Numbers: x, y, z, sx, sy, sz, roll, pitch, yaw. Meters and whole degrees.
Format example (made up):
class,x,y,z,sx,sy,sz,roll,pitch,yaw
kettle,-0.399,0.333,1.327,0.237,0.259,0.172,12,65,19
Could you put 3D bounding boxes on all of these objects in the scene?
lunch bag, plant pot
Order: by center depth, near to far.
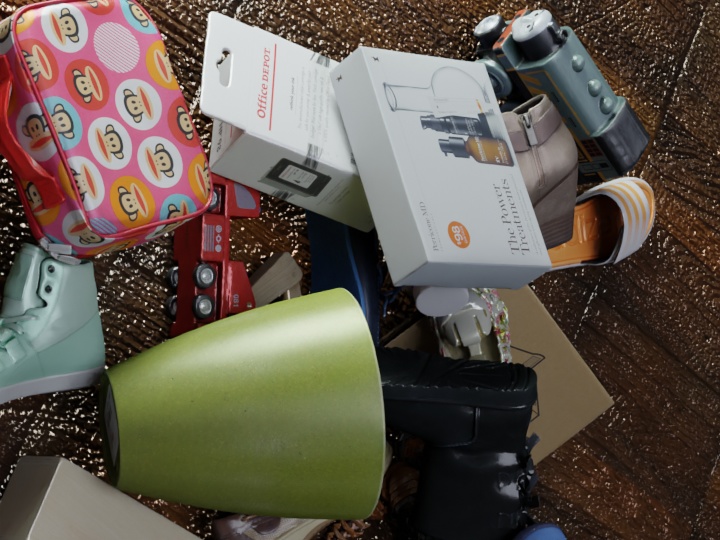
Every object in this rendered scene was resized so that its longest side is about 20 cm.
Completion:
class,x,y,z,sx,sy,sz,roll,pitch,yaw
lunch bag,-0.216,-0.112,1.518,0.176,0.082,0.201,-18,87,-51
plant pot,-0.102,0.116,1.548,0.199,0.187,0.188,-5,93,-16

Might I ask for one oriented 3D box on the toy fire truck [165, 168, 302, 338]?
class,x,y,z,sx,sy,sz,roll,pitch,yaw
toy fire truck,-0.095,0.016,1.664,0.140,0.049,0.201,5,85,-39

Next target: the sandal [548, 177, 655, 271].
class,x,y,z,sx,sy,sz,roll,pitch,yaw
sandal,0.233,-0.038,1.919,0.206,0.059,0.080,-19,101,-37

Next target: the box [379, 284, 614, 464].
class,x,y,z,sx,sy,sz,roll,pitch,yaw
box,0.119,0.102,1.801,0.163,0.021,0.200,-38,116,2

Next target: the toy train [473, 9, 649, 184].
class,x,y,z,sx,sy,sz,roll,pitch,yaw
toy train,0.188,-0.164,1.848,0.200,0.114,0.085,53,55,-25

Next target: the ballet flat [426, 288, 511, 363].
class,x,y,z,sx,sy,sz,roll,pitch,yaw
ballet flat,0.104,0.075,1.721,0.075,0.064,0.201,-18,96,4

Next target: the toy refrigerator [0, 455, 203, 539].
class,x,y,z,sx,sy,sz,roll,pitch,yaw
toy refrigerator,-0.198,0.227,1.568,0.200,0.070,0.076,36,64,-34

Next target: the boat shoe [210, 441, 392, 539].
class,x,y,z,sx,sy,sz,roll,pitch,yaw
boat shoe,-0.052,0.185,1.684,0.200,0.072,0.072,-35,103,-34

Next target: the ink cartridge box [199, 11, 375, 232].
class,x,y,z,sx,sy,sz,roll,pitch,yaw
ink cartridge box,-0.059,-0.125,1.647,0.199,0.067,0.116,21,51,-24

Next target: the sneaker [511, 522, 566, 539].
class,x,y,z,sx,sy,sz,roll,pitch,yaw
sneaker,0.147,0.315,1.652,0.074,0.082,0.201,10,95,-34

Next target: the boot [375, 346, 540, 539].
class,x,y,z,sx,sy,sz,roll,pitch,yaw
boot,0.062,0.155,1.673,0.073,0.197,0.163,-69,164,-64

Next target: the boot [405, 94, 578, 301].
class,x,y,z,sx,sy,sz,roll,pitch,yaw
boot,0.113,-0.072,1.798,0.199,0.070,0.147,-24,110,-20

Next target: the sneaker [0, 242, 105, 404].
class,x,y,z,sx,sy,sz,roll,pitch,yaw
sneaker,-0.284,0.040,1.496,0.200,0.073,0.119,-11,103,-48

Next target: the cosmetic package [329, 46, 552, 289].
class,x,y,z,sx,sy,sz,roll,pitch,yaw
cosmetic package,0.067,-0.084,1.637,0.150,0.052,0.201,0,64,-41

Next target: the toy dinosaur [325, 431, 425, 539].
class,x,y,z,sx,sy,sz,roll,pitch,yaw
toy dinosaur,0.052,0.215,1.768,0.199,0.102,0.136,-26,91,3

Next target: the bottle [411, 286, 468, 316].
class,x,y,z,sx,sy,sz,roll,pitch,yaw
bottle,0.058,-0.053,1.709,0.065,0.083,0.201,43,29,-47

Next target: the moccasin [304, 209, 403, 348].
class,x,y,z,sx,sy,sz,roll,pitch,yaw
moccasin,0.000,0.000,1.722,0.068,0.080,0.201,-4,92,-45
